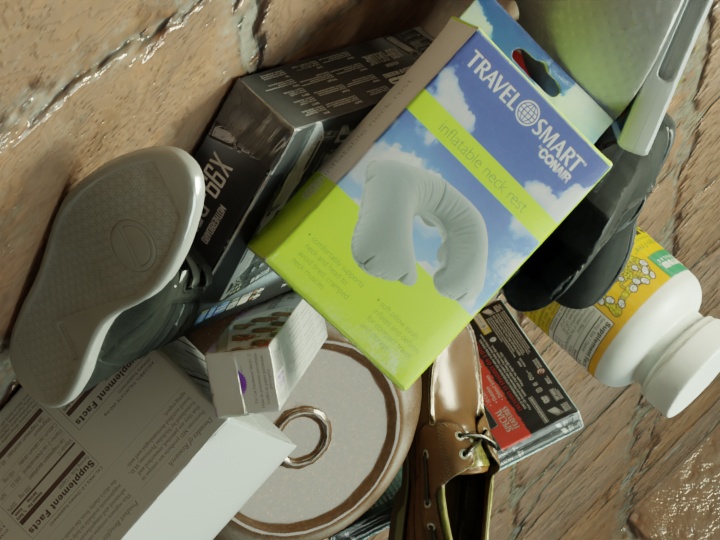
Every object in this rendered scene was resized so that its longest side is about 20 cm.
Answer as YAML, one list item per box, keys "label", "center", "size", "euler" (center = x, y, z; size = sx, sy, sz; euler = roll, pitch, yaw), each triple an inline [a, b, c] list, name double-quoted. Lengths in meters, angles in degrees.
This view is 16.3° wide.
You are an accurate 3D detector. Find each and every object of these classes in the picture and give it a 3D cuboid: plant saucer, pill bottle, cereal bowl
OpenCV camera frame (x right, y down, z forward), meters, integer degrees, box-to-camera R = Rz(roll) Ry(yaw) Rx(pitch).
- label: "plant saucer"
  center: [-0.044, 0.102, 1.635]
  size: [0.200, 0.037, 0.201]
  euler: [-10, 115, -21]
- label: "pill bottle"
  center: [0.195, 0.019, 1.975]
  size: [0.113, 0.200, 0.113]
  euler: [-42, 163, -16]
- label: "cereal bowl"
  center: [0.144, -0.193, 1.501]
  size: [0.200, 0.083, 0.201]
  euler: [-159, -90, -85]

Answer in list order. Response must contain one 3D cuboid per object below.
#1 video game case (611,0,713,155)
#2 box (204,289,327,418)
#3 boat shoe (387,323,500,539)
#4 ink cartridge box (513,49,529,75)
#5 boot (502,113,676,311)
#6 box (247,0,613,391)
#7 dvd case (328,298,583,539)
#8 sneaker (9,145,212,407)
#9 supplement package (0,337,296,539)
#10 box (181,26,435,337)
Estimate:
- label: "video game case"
  center: [0.191, -0.179, 1.530]
  size: [0.200, 0.022, 0.183]
  euler: [-90, -159, -72]
- label: "box"
  center: [-0.053, 0.044, 1.485]
  size: [0.039, 0.042, 0.200]
  euler: [-7, -169, 8]
- label: "boat shoe"
  center: [0.066, 0.124, 1.718]
  size: [0.072, 0.068, 0.201]
  euler: [-9, 105, -39]
- label: "ink cartridge box"
  center: [0.124, -0.108, 1.698]
  size: [0.200, 0.067, 0.116]
  euler: [-42, 165, -44]
- label: "boot"
  center: [0.140, -0.015, 1.656]
  size: [0.200, 0.065, 0.165]
  euler: [-52, 163, -62]
- label: "box"
  center: [0.047, -0.045, 1.423]
  size: [0.200, 0.122, 0.048]
  euler: [-48, -158, -2]
- label: "dvd case"
  center: [0.044, 0.110, 1.825]
  size: [0.199, 0.146, 0.022]
  euler: [-26, 130, -6]
- label: "sneaker"
  center: [-0.116, -0.012, 1.356]
  size: [0.099, 0.071, 0.200]
  euler: [-33, 164, -45]
- label: "supplement package"
  center: [-0.158, 0.135, 1.505]
  size: [0.200, 0.111, 0.156]
  euler: [-48, 164, 2]
- label: "box"
  center: [-0.034, -0.056, 1.485]
  size: [0.200, 0.050, 0.158]
  euler: [-22, 149, -55]
